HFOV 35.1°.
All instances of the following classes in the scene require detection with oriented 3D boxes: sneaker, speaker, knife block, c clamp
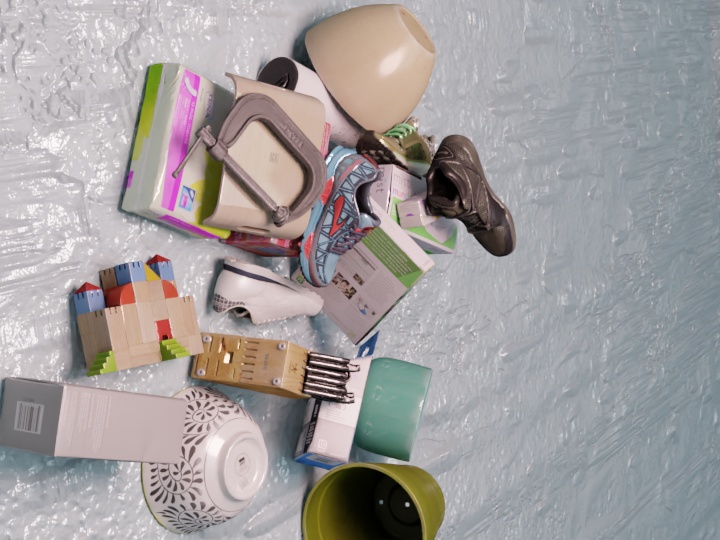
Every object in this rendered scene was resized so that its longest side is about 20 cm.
[{"bbox_3d":[0.151,-0.083,1.628,0.114,0.076,0.200,-54,126,-41],"label":"sneaker"},{"bbox_3d":[-0.065,-0.246,1.687,0.200,0.081,0.081,19,75,-53],"label":"speaker"},{"bbox_3d":[-0.023,-0.063,1.544,0.079,0.095,0.200,-32,138,-64],"label":"sneaker"},{"bbox_3d":[0.057,-0.190,1.693,0.200,0.077,0.089,19,79,-61],"label":"sneaker"},{"bbox_3d":[-0.133,0.041,1.618,0.200,0.076,0.081,23,84,-48],"label":"sneaker"},{"bbox_3d":[-0.107,0.140,1.561,0.176,0.200,0.064,36,61,-62],"label":"knife block"},{"bbox_3d":[-0.130,-0.129,1.442,0.200,0.027,0.171,40,64,-32],"label":"c clamp"}]

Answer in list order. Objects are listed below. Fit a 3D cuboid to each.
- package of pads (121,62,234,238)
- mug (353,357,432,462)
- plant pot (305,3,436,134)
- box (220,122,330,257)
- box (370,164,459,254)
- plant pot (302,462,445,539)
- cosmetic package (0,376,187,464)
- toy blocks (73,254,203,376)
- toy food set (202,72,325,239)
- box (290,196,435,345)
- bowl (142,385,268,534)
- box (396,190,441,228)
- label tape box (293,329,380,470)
[{"bbox_3d":[-0.219,-0.151,1.483,0.154,0.068,0.200,24,72,-52],"label":"package of pads"},{"bbox_3d":[0.038,0.225,1.803,0.152,0.114,0.185,-69,172,-50],"label":"mug"},{"bbox_3d":[0.034,-0.319,1.702,0.200,0.134,0.200,43,26,-27],"label":"plant pot"},{"bbox_3d":[-0.118,-0.124,1.603,0.103,0.095,0.200,22,73,-54],"label":"box"},{"bbox_3d":[0.028,-0.090,1.738,0.200,0.176,0.097,21,74,-54],"label":"box"},{"bbox_3d":[0.041,0.383,1.777,0.193,0.200,0.201,-5,95,-67],"label":"plant pot"},{"bbox_3d":[-0.309,0.178,1.333,0.200,0.107,0.090,14,80,-56],"label":"cosmetic package"},{"bbox_3d":[-0.275,0.049,1.404,0.200,0.100,0.137,-9,86,-55],"label":"toy blocks"},{"bbox_3d":[-0.129,-0.147,1.492,0.143,0.060,0.200,10,88,-39],"label":"toy food set"},{"bbox_3d":[0.000,0.000,1.643,0.144,0.200,0.036,46,44,5],"label":"box"},{"bbox_3d":[-0.186,0.256,1.517,0.201,0.094,0.201,-1,91,-54],"label":"bowl"},{"bbox_3d":[0.122,-0.105,1.685,0.200,0.041,0.039,-28,110,-54],"label":"box"},{"bbox_3d":[-0.037,0.186,1.684,0.063,0.144,0.200,16,73,-9],"label":"label tape box"}]
